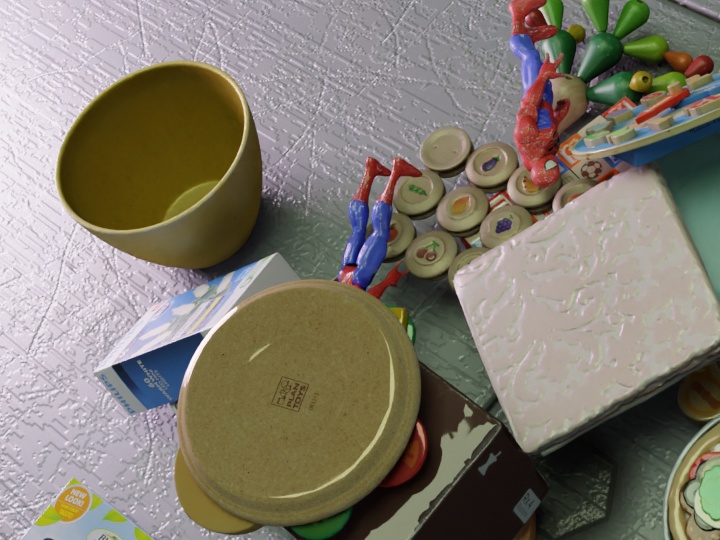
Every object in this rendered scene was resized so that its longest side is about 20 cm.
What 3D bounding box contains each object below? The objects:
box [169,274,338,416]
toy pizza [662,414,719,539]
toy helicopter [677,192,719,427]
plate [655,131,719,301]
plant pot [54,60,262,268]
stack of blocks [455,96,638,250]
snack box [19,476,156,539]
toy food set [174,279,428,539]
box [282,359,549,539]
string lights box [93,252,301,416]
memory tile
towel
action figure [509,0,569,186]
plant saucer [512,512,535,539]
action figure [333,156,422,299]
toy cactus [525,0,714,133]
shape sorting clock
[{"bbox_3d":[-0.057,0.109,1.504,0.200,0.060,0.117,-37,52,-3],"label":"box"},{"bbox_3d":[0.332,0.186,1.290,0.200,0.032,0.201,-7,64,14],"label":"toy pizza"},{"bbox_3d":[0.267,0.039,1.408,0.132,0.079,0.200,-13,59,15],"label":"toy helicopter"},{"bbox_3d":[0.311,-0.041,1.371,0.200,0.026,0.200,-11,59,18],"label":"plate"},{"bbox_3d":[-0.173,-0.081,1.627,0.200,0.142,0.200,-11,54,16],"label":"plant pot"},{"bbox_3d":[0.200,-0.050,1.503,0.200,0.059,0.115,-38,52,-4],"label":"stack of blocks"},{"bbox_3d":[-0.250,0.305,1.451,0.169,0.068,0.200,29,71,35],"label":"snack box"},{"bbox_3d":[-0.043,0.101,1.248,0.198,0.049,0.200,-2,65,20],"label":"toy food set"},{"bbox_3d":[0.010,0.155,1.327,0.200,0.166,0.164,36,81,31],"label":"box"},{"bbox_3d":[-0.141,0.060,1.500,0.200,0.059,0.103,-21,23,46],"label":"string lights box"},{"bbox_3d":[0.109,-0.045,1.490,0.200,0.017,0.153,24,70,34],"label":"memory tile"},{"bbox_3d":[0.186,0.030,1.360,0.200,0.032,0.191,-31,55,17],"label":"towel"},{"bbox_3d":[0.159,-0.154,1.486,0.052,0.065,0.200,-6,54,14],"label":"action figure"},{"bbox_3d":[0.047,0.216,1.409,0.200,0.032,0.201,-11,54,16],"label":"plant saucer"},{"bbox_3d":[0.000,0.000,1.475,0.065,0.052,0.200,9,71,44],"label":"action figure"},{"bbox_3d":[0.217,-0.192,1.580,0.200,0.102,0.165,40,89,28],"label":"toy cactus"},{"bbox_3d":[0.269,-0.138,1.406,0.200,0.039,0.200,-22,13,5],"label":"shape sorting clock"}]
